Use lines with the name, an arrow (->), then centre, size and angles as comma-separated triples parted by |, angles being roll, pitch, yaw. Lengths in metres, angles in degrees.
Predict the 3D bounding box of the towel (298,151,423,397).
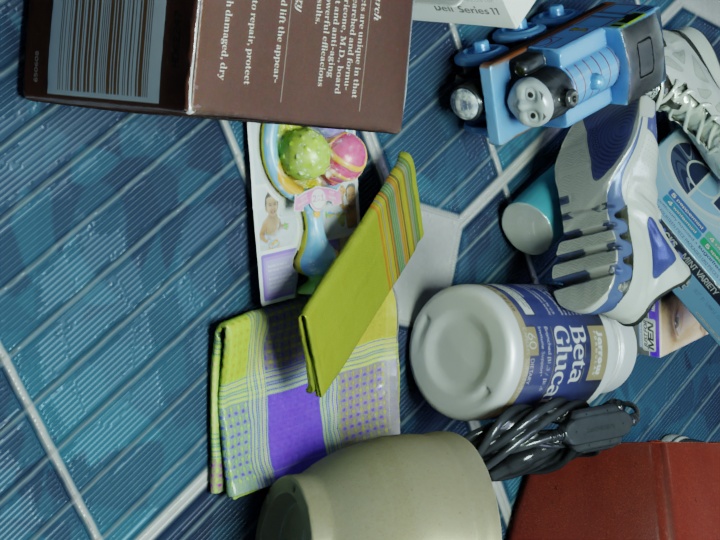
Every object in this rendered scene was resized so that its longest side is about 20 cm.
towel -> 0.000, 0.000, 1.417 | 0.200, 0.018, 0.086 | -58, 148, -42

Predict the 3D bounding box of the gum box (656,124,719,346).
gum box -> 0.320, -0.046, 1.703 | 0.170, 0.045, 0.200 | 49, 40, 1

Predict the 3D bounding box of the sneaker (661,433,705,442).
sneaker -> 0.322, 0.266, 1.834 | 0.078, 0.079, 0.200 | -5, 102, -49

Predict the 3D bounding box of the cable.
cable -> 0.122, 0.146, 1.536 | 0.200, 0.163, 0.051 | -9, 77, -37

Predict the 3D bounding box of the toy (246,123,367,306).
toy -> -0.029, -0.079, 1.392 | 0.115, 0.047, 0.200 | -14, 108, -48

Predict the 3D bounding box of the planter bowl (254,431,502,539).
planter bowl -> 0.000, 0.215, 1.394 | 0.135, 0.200, 0.200 | 6, 93, -23

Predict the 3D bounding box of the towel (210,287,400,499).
towel -> -0.038, 0.088, 1.434 | 0.200, 0.023, 0.144 | -11, 106, -47

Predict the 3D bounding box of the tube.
tube -> 0.196, -0.082, 1.653 | 0.200, 0.050, 0.077 | -41, 140, -42

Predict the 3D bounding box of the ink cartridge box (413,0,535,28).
ink cartridge box -> 0.091, -0.253, 1.442 | 0.200, 0.117, 0.067 | -56, 136, -25

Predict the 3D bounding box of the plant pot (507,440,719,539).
plant pot -> 0.248, 0.242, 1.673 | 0.200, 0.200, 0.176 | 7, 79, -49

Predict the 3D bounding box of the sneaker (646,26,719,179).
sneaker -> 0.288, -0.138, 1.669 | 0.115, 0.201, 0.076 | -3, 141, -36

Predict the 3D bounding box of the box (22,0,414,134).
box -> -0.089, -0.180, 1.216 | 0.200, 0.166, 0.164 | 0, 97, -49

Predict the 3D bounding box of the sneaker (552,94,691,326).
sneaker -> 0.224, -0.037, 1.581 | 0.115, 0.081, 0.199 | 31, 60, -43

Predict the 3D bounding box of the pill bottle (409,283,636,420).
pill bottle -> 0.144, 0.066, 1.566 | 0.200, 0.111, 0.111 | 0, 97, -49

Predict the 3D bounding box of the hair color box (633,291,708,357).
hair color box -> 0.316, 0.003, 1.787 | 0.200, 0.065, 0.109 | -20, 112, -43

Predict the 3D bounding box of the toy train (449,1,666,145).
toy train -> 0.163, -0.165, 1.542 | 0.200, 0.114, 0.087 | -29, 118, -42
